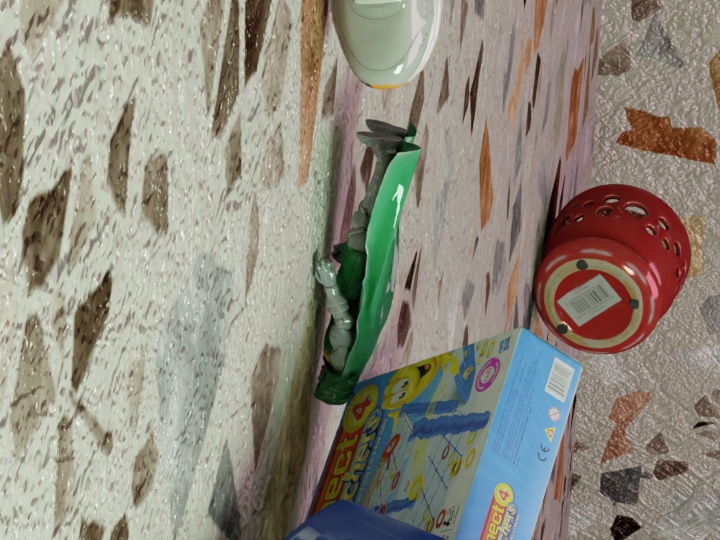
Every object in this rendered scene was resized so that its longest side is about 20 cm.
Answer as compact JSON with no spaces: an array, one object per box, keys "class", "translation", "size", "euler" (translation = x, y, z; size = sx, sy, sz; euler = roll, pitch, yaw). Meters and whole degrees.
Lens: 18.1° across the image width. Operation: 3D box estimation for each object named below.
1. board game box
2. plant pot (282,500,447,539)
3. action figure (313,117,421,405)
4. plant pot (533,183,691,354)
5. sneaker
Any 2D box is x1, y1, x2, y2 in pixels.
[{"class":"board game box","translation":[0.040,0.152,1.481],"size":[0.196,0.056,0.200],"euler":[-23,-139,53]},{"class":"plant pot","translation":[0.002,0.274,1.292],"size":[0.180,0.200,0.200],"euler":[-25,126,-47]},{"class":"action figure","translation":[0.000,0.000,1.547],"size":[0.118,0.055,0.200],"euler":[-54,157,-73]},{"class":"plant pot","translation":[0.342,0.008,3.108],"size":[0.183,0.200,0.201],"euler":[-59,155,-55]},{"class":"sneaker","translation":[0.006,-0.215,1.418],"size":[0.092,0.076,0.200],"euler":[4,85,-73]}]
